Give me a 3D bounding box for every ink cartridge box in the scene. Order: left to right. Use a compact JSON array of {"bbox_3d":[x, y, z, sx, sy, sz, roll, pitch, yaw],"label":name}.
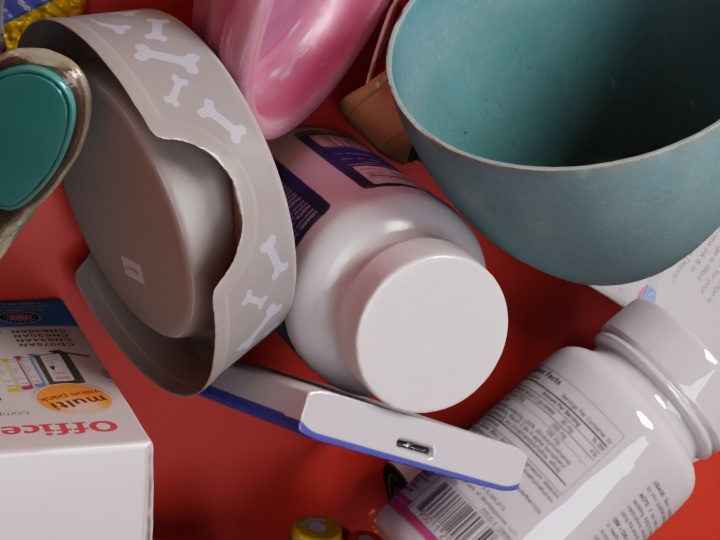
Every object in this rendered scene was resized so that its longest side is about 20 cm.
[{"bbox_3d":[-0.200,0.118,0.886,0.146,0.200,0.146,-3,110,-22],"label":"ink cartridge box"},{"bbox_3d":[0.191,-0.044,1.056,0.199,0.085,0.145,31,96,-27],"label":"ink cartridge box"}]

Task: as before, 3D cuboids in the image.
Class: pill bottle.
[{"bbox_3d":[0.000,0.000,0.927,0.110,0.200,0.112,-7,111,-20],"label":"pill bottle"},{"bbox_3d":[0.116,0.116,0.984,0.200,0.113,0.114,-41,119,-8],"label":"pill bottle"}]

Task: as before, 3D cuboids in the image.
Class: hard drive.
[{"bbox_3d":[-0.017,0.077,0.948,0.131,0.200,0.026,18,86,-27],"label":"hard drive"}]

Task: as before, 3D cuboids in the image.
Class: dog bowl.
[{"bbox_3d":[-0.103,-0.039,0.879,0.058,0.200,0.201,-25,117,-25],"label":"dog bowl"}]

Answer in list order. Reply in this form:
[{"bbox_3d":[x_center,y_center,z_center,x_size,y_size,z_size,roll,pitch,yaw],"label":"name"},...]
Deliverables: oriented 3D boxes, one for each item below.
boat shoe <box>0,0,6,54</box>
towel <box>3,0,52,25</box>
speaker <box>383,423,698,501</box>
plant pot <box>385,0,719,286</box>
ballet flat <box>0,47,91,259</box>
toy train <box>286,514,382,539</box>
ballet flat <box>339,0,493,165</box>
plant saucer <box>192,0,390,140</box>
[{"bbox_3d":[-0.218,-0.118,0.847,0.074,0.073,0.201,-39,163,-44],"label":"boat shoe"},{"bbox_3d":[-0.178,-0.187,0.823,0.199,0.024,0.145,-18,123,29],"label":"towel"},{"bbox_3d":[0.120,0.118,1.088,0.199,0.081,0.082,-22,116,-13],"label":"speaker"},{"bbox_3d":[0.123,-0.072,0.898,0.199,0.200,0.135,-28,135,-11],"label":"plant pot"},{"bbox_3d":[-0.185,-0.050,0.871,0.067,0.062,0.200,37,127,-8],"label":"ballet flat"},{"bbox_3d":[-0.049,0.223,1.054,0.199,0.056,0.151,-28,107,15],"label":"toy train"},{"bbox_3d":[0.057,-0.155,0.974,0.063,0.069,0.201,33,86,5],"label":"ballet flat"},{"bbox_3d":[-0.025,-0.165,0.888,0.051,0.200,0.201,30,97,12],"label":"plant saucer"}]
